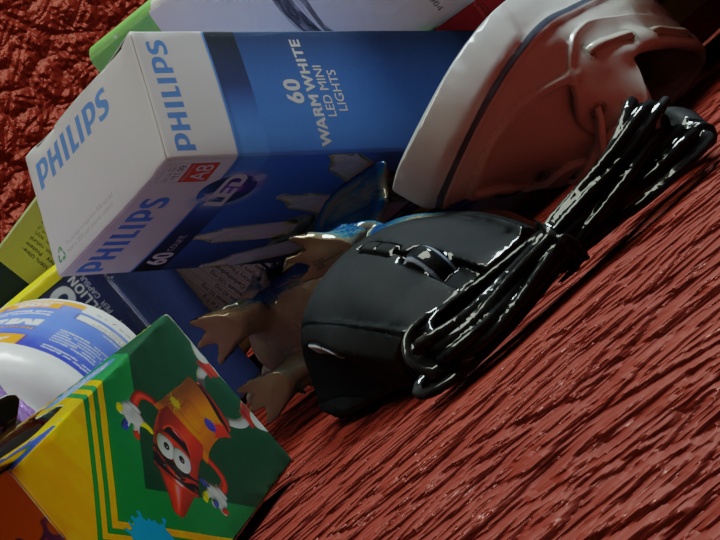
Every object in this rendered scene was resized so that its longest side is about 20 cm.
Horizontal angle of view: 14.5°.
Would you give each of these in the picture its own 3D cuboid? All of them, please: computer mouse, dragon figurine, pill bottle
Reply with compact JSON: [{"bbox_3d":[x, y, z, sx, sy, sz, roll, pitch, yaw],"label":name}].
[{"bbox_3d":[0.041,-0.013,0.952,0.140,0.046,0.200,-42,4,-12],"label":"computer mouse"},{"bbox_3d":[0.000,0.000,1.104,0.200,0.059,0.099,-38,4,36],"label":"dragon figurine"},{"bbox_3d":[-0.148,0.080,1.213,0.112,0.112,0.200,-39,3,8],"label":"pill bottle"}]

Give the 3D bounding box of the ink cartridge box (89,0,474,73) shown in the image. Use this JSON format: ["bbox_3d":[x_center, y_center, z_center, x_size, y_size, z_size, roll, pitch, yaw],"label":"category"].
[{"bbox_3d":[0.000,-0.136,1.241,0.200,0.084,0.145,-32,8,38],"label":"ink cartridge box"}]

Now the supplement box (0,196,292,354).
[{"bbox_3d":[-0.080,-0.041,1.511,0.200,0.134,0.200,-52,1,8],"label":"supplement box"}]

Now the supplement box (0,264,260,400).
[{"bbox_3d":[-0.163,0.080,1.379,0.200,0.109,0.110,-39,4,12],"label":"supplement box"}]

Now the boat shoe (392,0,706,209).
[{"bbox_3d":[0.078,-0.065,1.055,0.200,0.065,0.074,-42,-20,-54],"label":"boat shoe"}]

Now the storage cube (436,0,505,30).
[{"bbox_3d":[0.086,-0.188,1.468,0.171,0.180,0.200,-40,5,-13],"label":"storage cube"}]

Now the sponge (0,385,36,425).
[{"bbox_3d":[-0.175,0.073,1.019,0.111,0.200,0.030,-40,37,7],"label":"sponge"}]

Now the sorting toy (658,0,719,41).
[{"bbox_3d":[0.184,-0.169,1.188,0.200,0.070,0.199,-40,2,-7],"label":"sorting toy"}]

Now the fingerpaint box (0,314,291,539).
[{"bbox_3d":[-0.135,0.117,0.919,0.200,0.073,0.167,-38,4,20],"label":"fingerpaint box"}]

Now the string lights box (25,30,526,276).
[{"bbox_3d":[-0.023,-0.050,1.155,0.200,0.059,0.103,-4,-24,-34],"label":"string lights box"}]

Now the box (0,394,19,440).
[{"bbox_3d":[-0.178,0.080,0.870,0.117,0.048,0.200,-41,6,-27],"label":"box"}]
